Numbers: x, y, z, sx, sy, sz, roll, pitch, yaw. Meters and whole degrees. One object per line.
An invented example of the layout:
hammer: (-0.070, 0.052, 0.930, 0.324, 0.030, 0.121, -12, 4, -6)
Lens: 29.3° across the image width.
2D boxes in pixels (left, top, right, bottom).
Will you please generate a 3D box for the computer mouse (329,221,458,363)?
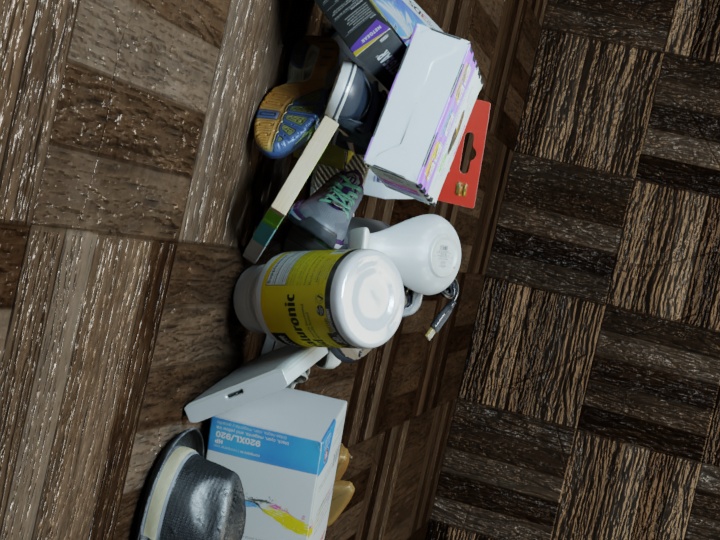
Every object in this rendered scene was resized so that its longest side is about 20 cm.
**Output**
computer mouse: (0.037, 0.050, 1.726, 0.141, 0.046, 0.201, 48, 67, -27)

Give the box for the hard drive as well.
hard drive: (-0.113, 0.123, 1.632, 0.027, 0.131, 0.200, 66, 18, -4)

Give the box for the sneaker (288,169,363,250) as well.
sneaker: (-0.034, -0.084, 1.653, 0.088, 0.074, 0.200, -56, -174, 8)

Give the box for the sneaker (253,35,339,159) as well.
sneaker: (-0.066, -0.186, 1.625, 0.089, 0.074, 0.201, 90, 19, -47)

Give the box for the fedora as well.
fedora: (-0.182, 0.284, 1.552, 0.200, 0.090, 0.203, 14, 90, -78)

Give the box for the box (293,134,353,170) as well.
box: (-0.022, -0.208, 1.801, 0.201, 0.074, 0.051, -62, 163, -51)

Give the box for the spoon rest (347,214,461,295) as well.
spoon rest: (0.052, -0.025, 1.680, 0.199, 0.060, 0.101, 8, 88, -47)

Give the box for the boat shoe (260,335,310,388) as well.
boat shoe: (-0.098, 0.126, 1.815, 0.072, 0.065, 0.202, 78, 27, -60)

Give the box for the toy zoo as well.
toy zoo: (-0.086, -0.086, 1.604, 0.132, 0.020, 0.200, -61, -176, -23)

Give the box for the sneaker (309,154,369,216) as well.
sneaker: (-0.031, -0.104, 1.891, 0.114, 0.072, 0.203, -39, 150, -76)

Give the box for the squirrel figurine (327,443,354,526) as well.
squirrel figurine: (-0.091, 0.312, 1.960, 0.187, 0.140, 0.202, -65, 180, -78)

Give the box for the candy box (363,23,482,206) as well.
candy box: (0.077, -0.177, 1.621, 0.200, 0.071, 0.170, 31, 80, -80)

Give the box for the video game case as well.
video game case: (0.056, -0.285, 1.844, 0.045, 0.181, 0.201, -39, -167, 36)

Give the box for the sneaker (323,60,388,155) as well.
sneaker: (0.001, -0.186, 1.608, 0.200, 0.078, 0.079, 99, 11, -83)

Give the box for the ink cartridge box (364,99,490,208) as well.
ink cartridge box: (0.074, -0.176, 1.952, 0.047, 0.197, 0.162, -48, 149, -65)

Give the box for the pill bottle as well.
pill bottle: (-0.054, 0.032, 1.596, 0.110, 0.198, 0.113, 1, 89, -44)

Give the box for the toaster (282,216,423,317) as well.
toaster: (0.000, 0.000, 1.794, 0.129, 0.198, 0.115, 35, -62, 55)

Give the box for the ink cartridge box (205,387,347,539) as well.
ink cartridge box: (-0.112, 0.262, 1.703, 0.147, 0.143, 0.203, -53, 153, -72)

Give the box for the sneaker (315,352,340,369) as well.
sneaker: (-0.030, 0.072, 1.849, 0.200, 0.083, 0.074, -112, -154, -66)

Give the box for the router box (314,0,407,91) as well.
router box: (-0.010, -0.299, 1.588, 0.052, 0.158, 0.200, -37, 170, 7)
